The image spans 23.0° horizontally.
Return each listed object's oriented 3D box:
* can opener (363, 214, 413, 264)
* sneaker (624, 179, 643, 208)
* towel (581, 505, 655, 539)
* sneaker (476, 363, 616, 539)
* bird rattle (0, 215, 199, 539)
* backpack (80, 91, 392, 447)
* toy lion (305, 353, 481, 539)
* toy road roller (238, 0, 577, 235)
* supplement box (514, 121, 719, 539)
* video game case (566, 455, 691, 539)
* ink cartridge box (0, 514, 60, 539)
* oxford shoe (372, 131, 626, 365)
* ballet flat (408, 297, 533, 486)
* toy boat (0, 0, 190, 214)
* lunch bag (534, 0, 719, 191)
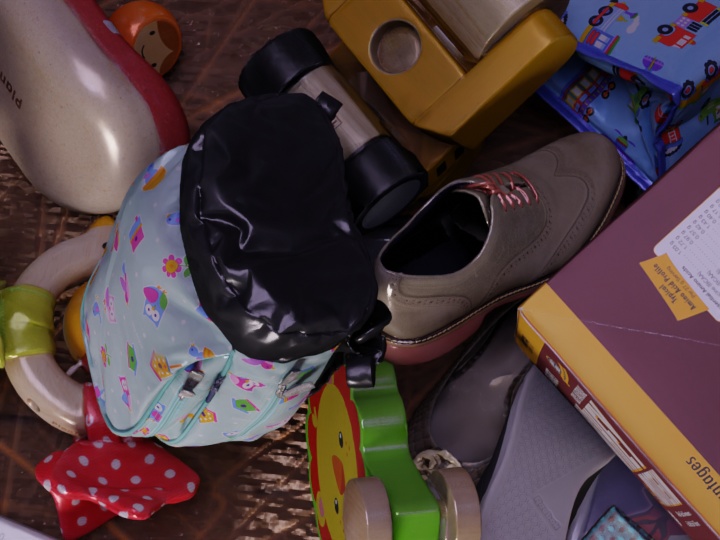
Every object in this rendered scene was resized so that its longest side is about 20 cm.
[{"bbox_3d":[0.000,0.000,1.103,0.198,0.053,0.067,3,106,5],"label":"can opener"},{"bbox_3d":[0.257,-0.008,1.081,0.199,0.075,0.087,36,46,21],"label":"sneaker"},{"bbox_3d":[0.171,0.253,1.004,0.200,0.022,0.147,42,89,11],"label":"towel"},{"bbox_3d":[0.094,0.124,1.028,0.070,0.099,0.201,33,50,-2],"label":"sneaker"},{"bbox_3d":[-0.160,0.053,1.069,0.200,0.113,0.163,40,64,11],"label":"bird rattle"},{"bbox_3d":[-0.075,0.014,0.974,0.126,0.200,0.168,5,59,-22],"label":"backpack"},{"bbox_3d":[0.004,0.146,1.000,0.068,0.192,0.202,-4,113,-16],"label":"toy lion"},{"bbox_3d":[0.037,-0.117,1.062,0.200,0.146,0.123,-43,73,13],"label":"toy road roller"},{"bbox_3d":[0.218,0.035,0.942,0.200,0.133,0.197,-42,81,-2],"label":"supplement box"},{"bbox_3d":[0.223,0.138,1.049,0.181,0.023,0.201,16,76,9],"label":"video game case"},{"bbox_3d":[-0.208,0.242,1.042,0.199,0.044,0.175,21,81,10],"label":"ink cartridge box"},{"bbox_3d":[0.082,-0.026,0.990,0.070,0.075,0.200,36,59,25],"label":"oxford shoe"},{"bbox_3d":[0.084,0.065,1.069,0.067,0.046,0.201,33,79,14],"label":"ballet flat"},{"bbox_3d":[-0.169,-0.134,1.124,0.130,0.131,0.200,-24,67,-35],"label":"toy boat"},{"bbox_3d":[0.159,-0.163,1.092,0.150,0.094,0.200,-37,59,-26],"label":"lunch bag"}]
